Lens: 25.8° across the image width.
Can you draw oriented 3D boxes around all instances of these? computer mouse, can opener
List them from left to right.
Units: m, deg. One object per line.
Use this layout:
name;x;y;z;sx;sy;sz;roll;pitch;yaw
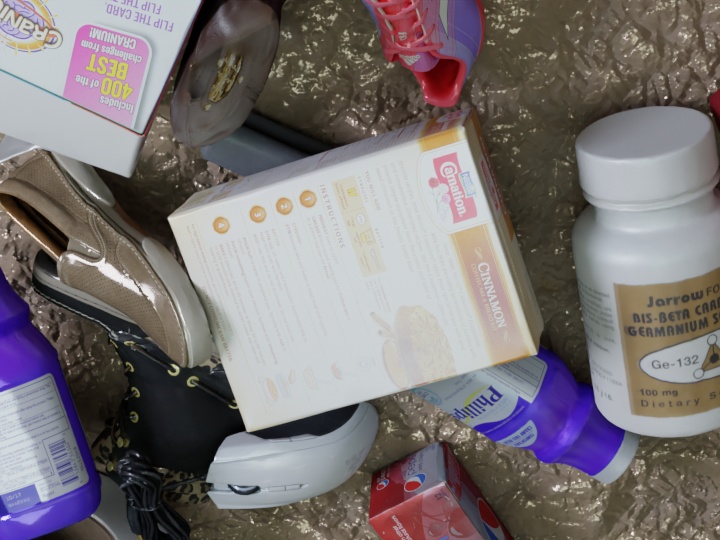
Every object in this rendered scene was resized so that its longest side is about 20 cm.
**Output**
computer mouse;-0.073;0.146;1.134;0.199;0.044;0.110;-18;134;-14
can opener;-0.018;-0.048;1.074;0.200;0.053;0.067;27;116;-9

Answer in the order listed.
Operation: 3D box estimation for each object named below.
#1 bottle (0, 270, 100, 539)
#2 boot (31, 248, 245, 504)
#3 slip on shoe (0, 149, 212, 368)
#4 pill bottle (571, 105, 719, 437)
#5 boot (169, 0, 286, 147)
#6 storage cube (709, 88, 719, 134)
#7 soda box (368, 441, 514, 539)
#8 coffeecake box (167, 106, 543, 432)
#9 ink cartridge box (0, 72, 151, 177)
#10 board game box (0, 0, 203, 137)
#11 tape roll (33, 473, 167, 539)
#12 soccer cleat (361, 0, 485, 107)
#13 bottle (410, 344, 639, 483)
bottle;-0.244;0.082;1.079;0.083;0.065;0.201;-20;101;-10
boot;-0.161;0.078;1.138;0.199;0.073;0.151;22;116;-13
slip on shoe;-0.170;-0.005;1.038;0.060;0.200;0.076;-27;153;-25
pill bottle;0.201;0.000;1.049;0.114;0.114;0.201;-9;115;8
boot;-0.050;-0.178;0.930;0.064;0.200;0.187;28;115;-10
storage cube;0.345;-0.074;0.968;0.200;0.180;0.171;-41;107;20
soda box;0.086;0.230;1.198;0.070;0.063;0.200;-28;110;15
coffeecake box;0.000;0.000;1.016;0.199;0.073;0.154;-16;103;14
ink cartridge box;-0.172;-0.164;0.986;0.125;0.129;0.200;19;116;-7
board game box;-0.149;-0.195;0.876;0.153;0.040;0.200;25;114;-9
tape roll;-0.244;0.251;1.154;0.202;0.203;0.139;19;117;-5
soccer cleat;0.028;-0.163;0.945;0.066;0.200;0.077;2;78;22
bottle;0.105;0.084;1.117;0.200;0.065;0.084;32;147;-12
